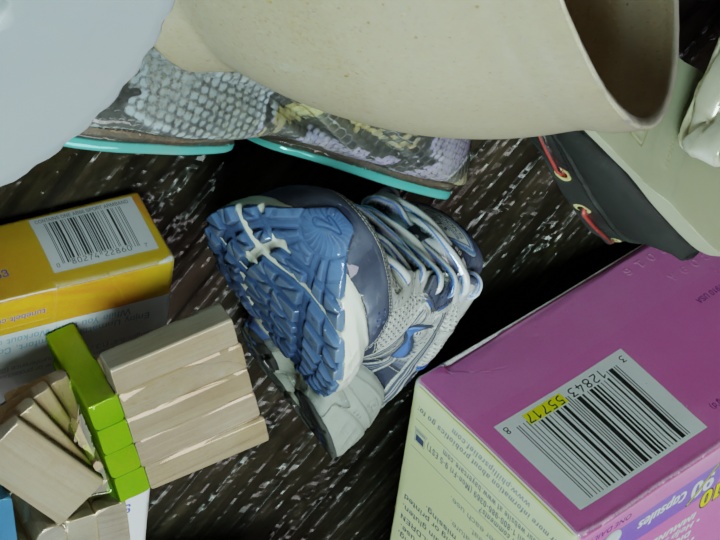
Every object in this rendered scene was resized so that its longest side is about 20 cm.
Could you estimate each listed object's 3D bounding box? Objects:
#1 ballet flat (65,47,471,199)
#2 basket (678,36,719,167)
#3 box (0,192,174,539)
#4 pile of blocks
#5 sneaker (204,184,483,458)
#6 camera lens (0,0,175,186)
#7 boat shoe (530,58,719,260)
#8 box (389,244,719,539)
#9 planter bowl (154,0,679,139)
[{"bbox_3d":[-0.040,-0.069,0.933,0.200,0.072,0.072,6,130,-40],"label":"ballet flat"},{"bbox_3d":[0.252,-0.079,0.965,0.161,0.198,0.200,21,97,-44],"label":"basket"},{"bbox_3d":[-0.136,0.063,1.034,0.119,0.041,0.200,-14,144,-21],"label":"box"},{"bbox_3d":[-0.123,0.074,0.978,0.200,0.062,0.082,-42,131,3],"label":"pile of blocks"},{"bbox_3d":[0.000,0.000,1.011,0.085,0.077,0.200,-37,169,-9],"label":"sneaker"},{"bbox_3d":[-0.144,-0.126,0.662,0.160,0.200,0.160,-19,143,-15],"label":"camera lens"},{"bbox_3d":[0.077,-0.074,0.989,0.201,0.063,0.074,50,57,-41],"label":"boat shoe"},{"bbox_3d":[0.108,0.097,1.163,0.176,0.097,0.200,-29,148,-29],"label":"box"},{"bbox_3d":[0.000,-0.126,0.797,0.135,0.200,0.200,-10,149,19],"label":"planter bowl"}]
